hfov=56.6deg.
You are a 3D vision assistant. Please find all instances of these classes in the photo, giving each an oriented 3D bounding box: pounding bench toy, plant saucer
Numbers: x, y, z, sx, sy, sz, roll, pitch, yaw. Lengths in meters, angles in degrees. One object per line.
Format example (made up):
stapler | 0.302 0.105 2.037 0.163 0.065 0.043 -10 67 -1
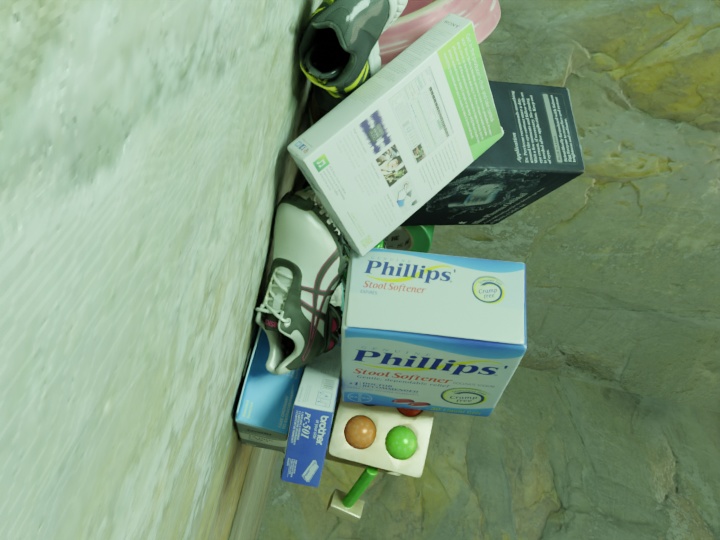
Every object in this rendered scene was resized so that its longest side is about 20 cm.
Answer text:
pounding bench toy | 0.014 0.235 0.890 0.156 0.124 0.201 122 -17 -72
plant saucer | 0.046 -0.267 0.712 0.201 0.199 0.051 -79 153 -48

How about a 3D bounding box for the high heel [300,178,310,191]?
high heel | -0.004 -0.173 0.854 0.200 0.071 0.143 -27 -144 45

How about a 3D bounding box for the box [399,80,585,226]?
box | 0.133 -0.139 0.843 0.197 0.199 0.118 144 -60 -63

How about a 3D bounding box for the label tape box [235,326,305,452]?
label tape box | -0.100 0.129 0.805 0.200 0.066 0.144 111 -8 -65

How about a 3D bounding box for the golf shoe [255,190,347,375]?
golf shoe | -0.064 0.020 0.688 0.088 0.077 0.201 -38 136 -42

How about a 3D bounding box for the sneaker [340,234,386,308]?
sneaker | 0.000 0.000 0.864 0.085 0.078 0.201 -6 -76 64

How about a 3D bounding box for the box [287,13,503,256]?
box | 0.042 -0.125 0.640 0.200 0.036 0.145 -40 139 -7

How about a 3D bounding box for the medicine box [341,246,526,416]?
medicine box | 0.072 0.073 0.741 0.200 0.181 0.103 92 4 -59

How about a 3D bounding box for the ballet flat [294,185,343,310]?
ballet flat | -0.061 -0.013 0.838 0.072 0.071 0.201 -82 174 -70

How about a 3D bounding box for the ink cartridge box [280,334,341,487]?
ink cartridge box | -0.050 0.153 0.783 0.200 0.044 0.095 -79 180 -72

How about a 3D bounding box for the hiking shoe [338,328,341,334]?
hiking shoe | -0.020 0.039 0.956 0.087 0.074 0.201 87 25 -73

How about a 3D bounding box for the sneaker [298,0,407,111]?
sneaker | -0.025 -0.192 0.589 0.085 0.074 0.200 -51 178 -19

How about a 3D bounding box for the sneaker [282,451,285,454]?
sneaker | -0.084 0.218 0.943 0.074 0.082 0.200 -62 -156 -7

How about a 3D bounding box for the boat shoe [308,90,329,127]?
boat shoe | -0.026 -0.193 0.792 0.201 0.071 0.076 -79 -166 -44

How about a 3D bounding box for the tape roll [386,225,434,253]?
tape roll | 0.011 -0.073 0.995 0.201 0.199 0.048 107 -5 -66
